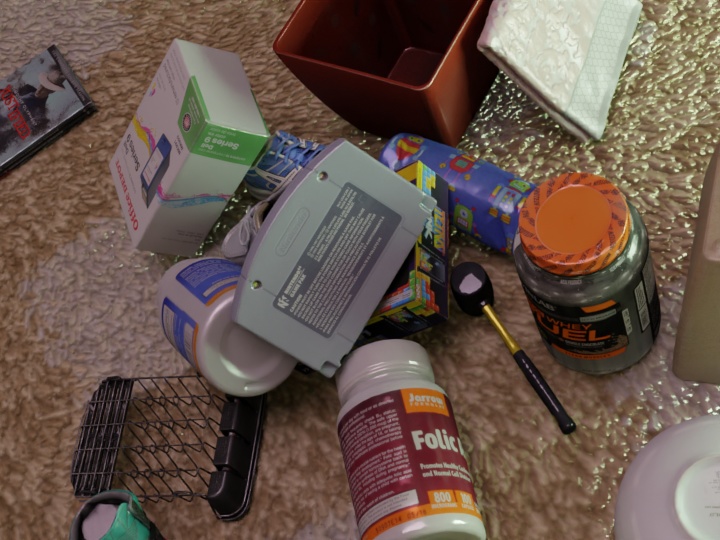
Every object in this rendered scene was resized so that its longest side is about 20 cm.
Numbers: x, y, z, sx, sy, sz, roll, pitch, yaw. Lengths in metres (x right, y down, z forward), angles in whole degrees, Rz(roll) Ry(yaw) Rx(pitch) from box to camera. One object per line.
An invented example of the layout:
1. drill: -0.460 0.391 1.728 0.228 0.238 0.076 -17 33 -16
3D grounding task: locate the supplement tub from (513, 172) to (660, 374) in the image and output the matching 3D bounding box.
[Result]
1. supplement tub: 0.211 0.004 1.086 0.122 0.200 0.123 -9 57 15

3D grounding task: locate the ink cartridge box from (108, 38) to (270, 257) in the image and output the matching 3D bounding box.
1. ink cartridge box: -0.200 -0.136 1.328 0.200 0.087 0.146 -54 44 35

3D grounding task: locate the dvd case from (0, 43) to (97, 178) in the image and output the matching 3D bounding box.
1. dvd case: -0.464 -0.204 1.566 0.199 0.022 0.146 -35 55 -4

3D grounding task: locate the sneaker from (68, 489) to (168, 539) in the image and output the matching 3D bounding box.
1. sneaker: -0.207 0.277 1.121 0.199 0.121 0.084 26 71 30

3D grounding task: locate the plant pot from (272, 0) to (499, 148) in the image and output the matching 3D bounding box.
1. plant pot: 0.054 -0.246 1.309 0.199 0.176 0.201 20 68 28

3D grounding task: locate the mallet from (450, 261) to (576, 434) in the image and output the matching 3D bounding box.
1. mallet: 0.150 0.073 1.149 0.041 0.066 0.200 -33 55 0

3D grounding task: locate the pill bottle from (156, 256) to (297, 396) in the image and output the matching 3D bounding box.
1. pill bottle: -0.145 0.049 1.210 0.112 0.112 0.200 -44 27 -9

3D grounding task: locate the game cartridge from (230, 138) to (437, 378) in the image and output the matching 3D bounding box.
1. game cartridge: -0.032 -0.015 1.102 0.201 0.133 0.041 -58 21 0

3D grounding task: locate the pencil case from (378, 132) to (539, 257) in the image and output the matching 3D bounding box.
1. pencil case: 0.108 -0.080 1.249 0.199 0.087 0.078 26 42 30

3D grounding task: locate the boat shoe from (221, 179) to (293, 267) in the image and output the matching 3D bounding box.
1. boat shoe: -0.081 -0.060 1.238 0.201 0.065 0.075 -23 50 38

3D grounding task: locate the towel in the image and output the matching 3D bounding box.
1. towel: 0.222 -0.268 1.262 0.032 0.191 0.201 -8 53 51

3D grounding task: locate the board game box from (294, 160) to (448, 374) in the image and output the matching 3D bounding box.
1. board game box: 0.000 0.000 1.209 0.199 0.057 0.166 -23 50 37

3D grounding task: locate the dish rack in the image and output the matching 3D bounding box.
1. dish rack: -0.205 0.180 1.222 0.199 0.055 0.154 -4 57 20

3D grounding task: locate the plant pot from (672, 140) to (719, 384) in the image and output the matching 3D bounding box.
1. plant pot: 0.390 -0.018 1.050 0.198 0.177 0.201 6 62 23

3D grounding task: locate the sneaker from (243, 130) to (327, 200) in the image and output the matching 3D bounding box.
1. sneaker: -0.071 -0.112 1.311 0.199 0.077 0.076 6 61 38

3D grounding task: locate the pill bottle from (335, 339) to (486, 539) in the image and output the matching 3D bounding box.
1. pill bottle: 0.041 0.174 1.098 0.113 0.114 0.201 -19 56 8

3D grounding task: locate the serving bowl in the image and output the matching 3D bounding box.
1. serving bowl: 0.316 0.210 1.007 0.199 0.066 0.201 -9 57 14
